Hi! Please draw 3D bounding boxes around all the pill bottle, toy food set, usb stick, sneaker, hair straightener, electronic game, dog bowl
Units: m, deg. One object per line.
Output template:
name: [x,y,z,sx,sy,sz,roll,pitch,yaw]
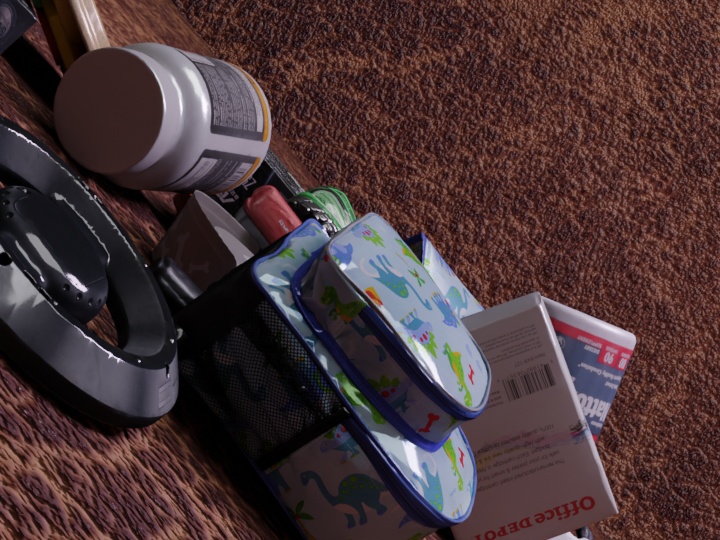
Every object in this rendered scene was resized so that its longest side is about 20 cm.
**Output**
pill bottle: [0.184,0.136,1.632,0.119,0.201,0.120,21,2,-1]
toy food set: [-0.248,-0.222,1.385,0.200,0.048,0.199,-121,-167,-62]
usb stick: [-0.077,0.071,1.105,0.200,0.033,0.055,49,-3,-10]
pill bottle: [-0.156,-0.120,1.314,0.117,0.116,0.200,50,14,12]
sneaker: [0.003,0.017,1.401,0.085,0.078,0.201,-37,106,-50]
hair straightener: [-0.032,0.021,1.356,0.200,0.041,0.077,47,-26,-3]
electronic game: [-0.160,-0.006,0.823,0.200,0.042,0.200,49,12,-14]
dog bowl: [-0.079,0.034,1.238,0.200,0.059,0.200,50,3,-4]

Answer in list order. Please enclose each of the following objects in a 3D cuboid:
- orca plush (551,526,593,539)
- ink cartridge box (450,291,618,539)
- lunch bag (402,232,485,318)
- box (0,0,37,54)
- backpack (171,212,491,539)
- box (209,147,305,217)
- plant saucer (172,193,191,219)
orca plush: [0.182,0.279,1.739,0.071,0.106,0.199,7,4,33]
ink cartridge box: [0.130,0.141,1.503,0.145,0.146,0.202,-38,108,-84]
lunch bag: [0.053,0.098,1.665,0.170,0.127,0.201,46,34,-39]
box: [-0.338,-0.272,1.324,0.160,0.043,0.200,47,5,-31]
backpack: [-0.005,0.073,0.998,0.201,0.146,0.183,57,17,-3]
box: [-0.129,-0.098,1.701,0.200,0.086,0.164,50,4,0]
plant saucer: [-0.098,0.010,1.447,0.201,0.032,0.200,50,4,-5]
